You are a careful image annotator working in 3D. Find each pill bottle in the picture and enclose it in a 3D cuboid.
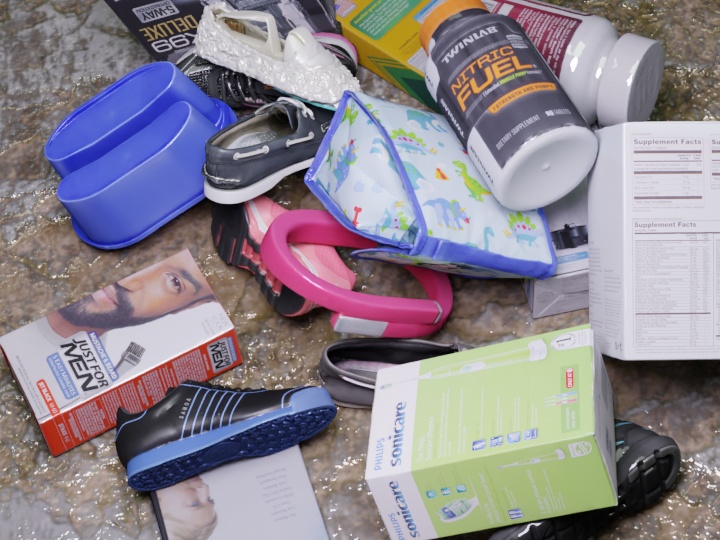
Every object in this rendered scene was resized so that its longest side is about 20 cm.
[{"bbox_3d":[0.184,-0.200,1.708,0.199,0.110,0.110,19,58,25],"label":"pill bottle"},{"bbox_3d":[0.125,-0.159,1.605,0.105,0.107,0.201,-23,56,-10],"label":"pill bottle"}]

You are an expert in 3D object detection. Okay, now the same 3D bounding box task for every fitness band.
[{"bbox_3d":[0.000,0.000,1.636,0.199,0.038,0.144,7,38,-35],"label":"fitness band"}]

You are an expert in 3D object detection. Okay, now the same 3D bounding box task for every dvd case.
[{"bbox_3d":[-0.108,0.220,1.567,0.141,0.018,0.201,-16,55,-7],"label":"dvd case"}]

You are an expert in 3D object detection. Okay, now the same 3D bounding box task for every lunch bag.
[{"bbox_3d":[0.069,-0.060,1.629,0.169,0.128,0.200,9,25,-36],"label":"lunch bag"}]

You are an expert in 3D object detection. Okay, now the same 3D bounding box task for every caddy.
[{"bbox_3d":[-0.214,-0.109,1.752,0.199,0.105,0.142,-32,46,8],"label":"caddy"}]

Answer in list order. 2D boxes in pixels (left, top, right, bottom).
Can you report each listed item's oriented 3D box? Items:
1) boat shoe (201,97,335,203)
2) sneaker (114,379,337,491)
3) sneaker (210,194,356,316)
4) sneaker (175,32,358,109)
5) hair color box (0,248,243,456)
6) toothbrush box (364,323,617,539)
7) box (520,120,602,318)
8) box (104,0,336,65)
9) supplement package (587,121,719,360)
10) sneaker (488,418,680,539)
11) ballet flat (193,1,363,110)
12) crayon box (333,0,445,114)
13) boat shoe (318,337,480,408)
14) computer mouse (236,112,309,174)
[{"bbox_3d":[-0.075,-0.131,1.701,0.075,0.061,0.200,19,39,28],"label":"boat shoe"},{"bbox_3d":[-0.124,0.128,1.581,0.198,0.070,0.078,-17,60,-5],"label":"sneaker"},{"bbox_3d":[-0.077,-0.025,1.721,0.086,0.074,0.200,-5,40,-36],"label":"sneaker"},{"bbox_3d":[-0.097,-0.200,1.808,0.198,0.081,0.086,-13,22,-2],"label":"sneaker"},{"bbox_3d":[-0.224,0.075,1.656,0.199,0.064,0.111,-26,55,-14],"label":"hair color box"},{"bbox_3d":[0.113,0.140,1.509,0.198,0.087,0.146,-12,34,14],"label":"toothbrush box"},{"bbox_3d":[0.196,-0.061,1.710,0.116,0.060,0.201,-11,54,-2],"label":"box"},{"bbox_3d":[-0.143,-0.282,1.813,0.198,0.158,0.050,-13,62,14],"label":"box"},{"bbox_3d":[0.286,-0.026,1.556,0.149,0.152,0.202,-1,91,-4],"label":"supplement package"},{"bbox_3d":[0.183,0.197,1.533,0.199,0.076,0.079,-29,41,-20],"label":"sneaker"},{"bbox_3d":[-0.083,-0.213,1.729,0.199,0.072,0.072,22,59,26],"label":"ballet flat"},{"bbox_3d":[0.071,-0.249,1.863,0.199,0.052,0.126,35,65,26],"label":"crayon box"},{"bbox_3d":[0.059,0.095,1.615,0.198,0.057,0.067,1,54,6],"label":"boat shoe"},{"bbox_3d":[-0.044,-0.125,1.789,0.198,0.046,0.141,-15,34,-20],"label":"computer mouse"}]
